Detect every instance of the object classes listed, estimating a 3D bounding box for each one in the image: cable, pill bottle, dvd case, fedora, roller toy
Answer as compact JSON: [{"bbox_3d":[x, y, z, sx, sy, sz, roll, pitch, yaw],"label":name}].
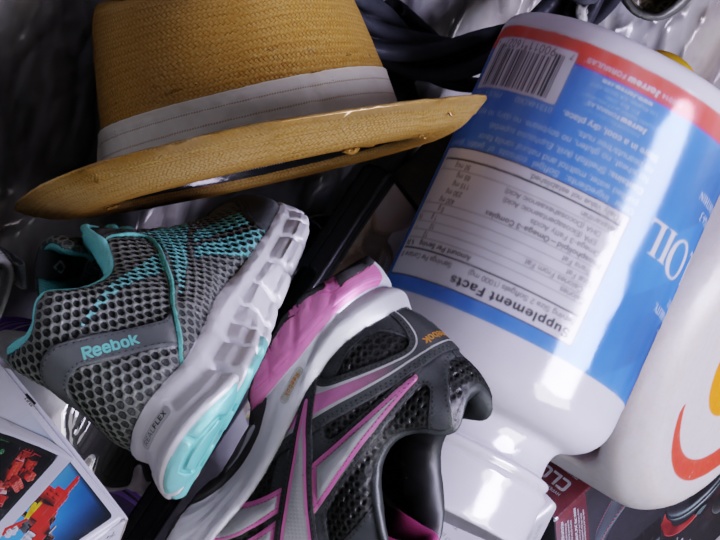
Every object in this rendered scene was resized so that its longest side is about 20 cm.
[{"bbox_3d":[0.053,-0.146,1.224,0.163,0.051,0.200,-34,137,3],"label":"cable"},{"bbox_3d":[0.069,0.006,1.211,0.112,0.112,0.201,34,79,-56],"label":"pill bottle"},{"bbox_3d":[-0.015,0.073,1.246,0.200,0.018,0.143,-56,140,-15],"label":"dvd case"},{"bbox_3d":[-0.048,-0.074,1.138,0.200,0.200,0.082,-12,90,-44],"label":"fedora"},{"bbox_3d":[0.126,0.005,1.394,0.183,0.140,0.200,-57,156,-4],"label":"roller toy"}]

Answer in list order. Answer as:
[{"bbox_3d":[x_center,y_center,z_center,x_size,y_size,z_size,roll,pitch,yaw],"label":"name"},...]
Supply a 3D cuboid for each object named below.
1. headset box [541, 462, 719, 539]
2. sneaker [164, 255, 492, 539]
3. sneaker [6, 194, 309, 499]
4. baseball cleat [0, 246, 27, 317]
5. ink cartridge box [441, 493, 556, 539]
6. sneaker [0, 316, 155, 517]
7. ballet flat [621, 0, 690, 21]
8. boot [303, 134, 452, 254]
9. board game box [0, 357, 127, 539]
[{"bbox_3d":[0.129,0.105,1.531,0.200,0.075,0.149,-39,146,-25],"label":"headset box"},{"bbox_3d":[-0.016,0.100,1.139,0.080,0.086,0.201,-21,140,-54],"label":"sneaker"},{"bbox_3d":[-0.076,0.007,1.115,0.078,0.091,0.200,-60,-176,19],"label":"sneaker"},{"bbox_3d":[-0.207,0.037,1.056,0.200,0.106,0.070,-39,130,-28],"label":"baseball cleat"},{"bbox_3d":[-0.018,0.164,1.376,0.200,0.084,0.145,-37,165,-22],"label":"ink cartridge box"},{"bbox_3d":[-0.089,0.068,1.239,0.081,0.083,0.200,-58,139,-13],"label":"sneaker"},{"bbox_3d":[0.147,-0.193,1.296,0.068,0.068,0.201,-66,165,-52],"label":"ballet flat"},{"bbox_3d":[0.000,0.000,1.298,0.200,0.075,0.097,-56,149,7],"label":"boot"},{"bbox_3d":[-0.202,0.102,1.100,0.200,0.126,0.035,-33,165,-27],"label":"board game box"}]
